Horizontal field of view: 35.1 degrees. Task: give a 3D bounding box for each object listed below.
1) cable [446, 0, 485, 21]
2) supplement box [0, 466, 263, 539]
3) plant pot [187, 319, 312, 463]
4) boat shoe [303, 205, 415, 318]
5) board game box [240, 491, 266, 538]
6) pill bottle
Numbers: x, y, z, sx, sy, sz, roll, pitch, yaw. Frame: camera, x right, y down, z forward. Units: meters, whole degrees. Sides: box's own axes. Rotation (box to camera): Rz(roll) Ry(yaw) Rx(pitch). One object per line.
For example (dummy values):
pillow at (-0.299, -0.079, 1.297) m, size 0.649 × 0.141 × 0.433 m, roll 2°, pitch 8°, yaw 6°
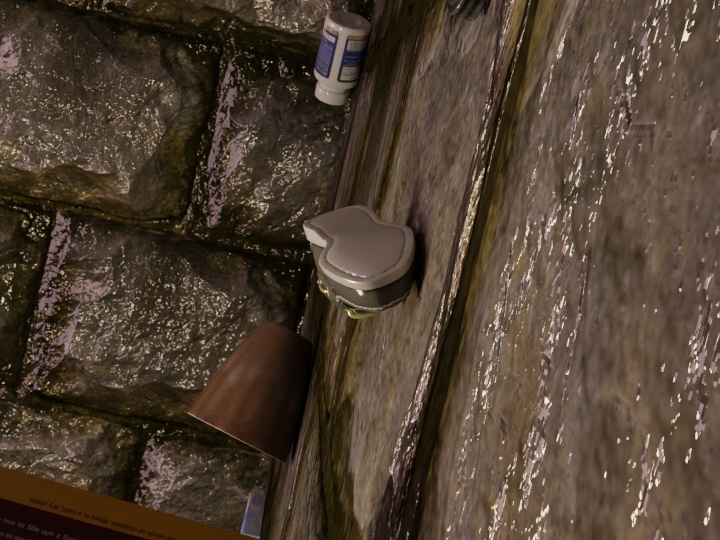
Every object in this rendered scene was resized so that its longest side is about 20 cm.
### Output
cable at (0.088, -0.256, 0.787) m, size 0.097 × 0.050 × 0.201 m, roll -51°, pitch 33°, yaw 40°
supplement box at (-0.168, 0.252, 0.661) m, size 0.133 × 0.195 × 0.201 m, roll 106°, pitch 179°, yaw -49°
plant pot at (-0.164, 0.194, 1.923) m, size 0.201 × 0.186 × 0.187 m, roll -63°, pitch 2°, yaw -11°
boat shoe at (0.003, -0.001, 0.852) m, size 0.202 × 0.071 × 0.061 m, roll -132°, pitch 26°, yaw -72°
board game box at (-0.261, 0.642, 2.597) m, size 0.200 × 0.043 × 0.201 m, roll -92°, pitch 17°, yaw -75°
pill bottle at (-0.048, -0.499, 2.688) m, size 0.111 × 0.110 × 0.201 m, roll -84°, pitch 8°, yaw -57°
